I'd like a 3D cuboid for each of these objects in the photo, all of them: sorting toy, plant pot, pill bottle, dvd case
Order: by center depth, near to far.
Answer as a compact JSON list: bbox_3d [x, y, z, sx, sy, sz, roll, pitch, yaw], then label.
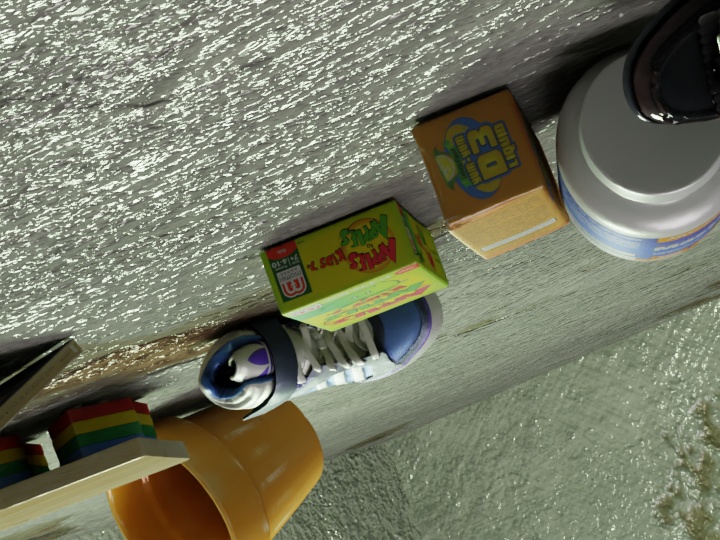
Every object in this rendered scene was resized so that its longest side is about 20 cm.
[{"bbox_3d":[0.171,-0.070,1.186,0.112,0.113,0.200,-21,173,4],"label":"pill bottle"},{"bbox_3d":[-0.296,0.132,1.425,0.149,0.016,0.200,-29,-166,49],"label":"dvd case"},{"bbox_3d":[-0.280,0.176,1.860,0.199,0.070,0.199,-21,172,4],"label":"sorting toy"},{"bbox_3d":[-0.145,0.225,2.179,0.183,0.201,0.200,-35,-177,-39],"label":"plant pot"}]

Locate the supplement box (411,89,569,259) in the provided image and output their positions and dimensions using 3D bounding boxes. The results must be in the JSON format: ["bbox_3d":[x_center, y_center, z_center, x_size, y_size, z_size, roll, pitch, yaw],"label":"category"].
[{"bbox_3d":[0.083,-0.055,1.230,0.069,0.067,0.200,-22,173,10],"label":"supplement box"}]

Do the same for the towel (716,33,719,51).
[{"bbox_3d":[0.270,-0.134,0.998,0.200,0.023,0.153,-34,149,0],"label":"towel"}]

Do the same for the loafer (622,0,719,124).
[{"bbox_3d":[0.228,-0.128,1.041,0.199,0.072,0.063,-25,-156,-23],"label":"loafer"}]

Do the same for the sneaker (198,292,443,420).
[{"bbox_3d":[-0.043,0.069,1.693,0.199,0.081,0.146,-19,178,31],"label":"sneaker"}]

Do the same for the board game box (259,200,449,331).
[{"bbox_3d":[0.000,0.000,1.458,0.101,0.048,0.200,-22,172,6],"label":"board game box"}]
